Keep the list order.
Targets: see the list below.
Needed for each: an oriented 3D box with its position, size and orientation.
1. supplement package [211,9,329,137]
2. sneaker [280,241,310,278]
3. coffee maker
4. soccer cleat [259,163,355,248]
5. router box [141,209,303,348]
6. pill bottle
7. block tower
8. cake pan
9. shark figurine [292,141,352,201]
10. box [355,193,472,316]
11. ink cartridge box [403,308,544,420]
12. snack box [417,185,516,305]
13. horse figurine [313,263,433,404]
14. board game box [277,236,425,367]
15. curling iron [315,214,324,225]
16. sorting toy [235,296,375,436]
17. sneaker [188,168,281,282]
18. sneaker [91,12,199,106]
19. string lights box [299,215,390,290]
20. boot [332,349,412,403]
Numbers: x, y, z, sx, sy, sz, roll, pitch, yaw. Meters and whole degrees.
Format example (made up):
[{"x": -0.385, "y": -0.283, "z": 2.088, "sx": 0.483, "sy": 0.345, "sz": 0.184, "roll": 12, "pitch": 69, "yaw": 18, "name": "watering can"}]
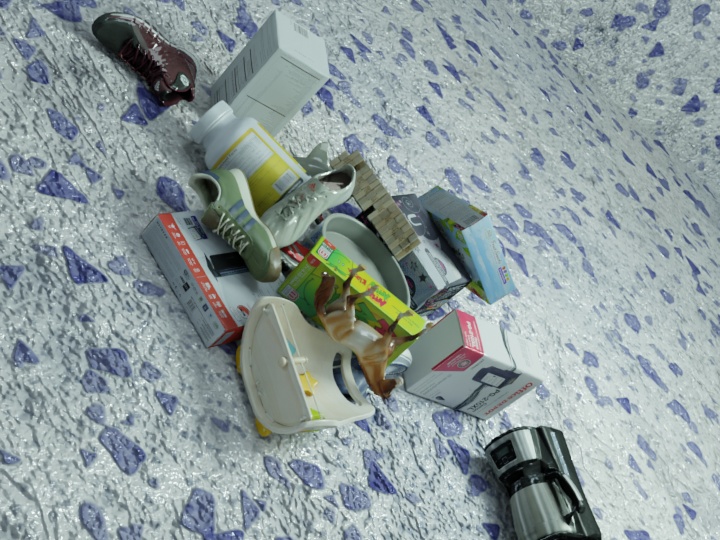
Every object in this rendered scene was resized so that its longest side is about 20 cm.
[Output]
[{"x": -0.161, "y": -0.327, "z": 1.680, "sx": 0.113, "sy": 0.200, "sz": 0.110, "roll": 26, "pitch": 38, "yaw": -33, "name": "supplement package"}, {"x": -0.067, "y": 0.009, "z": 1.527, "sx": 0.200, "sy": 0.077, "sz": 0.085, "roll": 43, "pitch": 53, "yaw": -10, "name": "sneaker"}, {"x": 0.303, "y": 0.372, "z": 1.583, "sx": 0.192, "sy": 0.134, "sz": 0.201, "roll": 47, "pitch": 23, "yaw": -51, "name": "coffee maker"}, {"x": -0.086, "y": -0.104, "z": 1.499, "sx": 0.069, "sy": 0.078, "sz": 0.200, "roll": 45, "pitch": 58, "yaw": 13, "name": "soccer cleat"}, {"x": -0.200, "y": 0.003, "z": 1.417, "sx": 0.179, "sy": 0.049, "sz": 0.201, "roll": -13, "pitch": 66, "yaw": -55, "name": "router box"}, {"x": -0.181, "y": -0.177, "z": 1.577, "sx": 0.200, "sy": 0.112, "sz": 0.112, "roll": 45, "pitch": 31, "yaw": -4, "name": "pill bottle"}, {"x": 0.026, "y": -0.113, "z": 1.632, "sx": 0.200, "sy": 0.054, "sz": 0.058, "roll": 54, "pitch": 1, "yaw": 2, "name": "block tower"}, {"x": 0.000, "y": 0.000, "z": 1.546, "sx": 0.200, "sy": 0.037, "sz": 0.201, "roll": 39, "pitch": 29, "yaw": -26, "name": "cake pan"}, {"x": -0.060, "y": -0.178, "z": 1.699, "sx": 0.214, "sy": 0.128, "sz": 0.090, "roll": 14, "pitch": 86, "yaw": -36, "name": "shark figurine"}, {"x": 0.082, "y": -0.026, "z": 1.733, "sx": 0.132, "sy": 0.115, "sz": 0.201, "roll": -11, "pitch": 64, "yaw": -55, "name": "box"}, {"x": 0.189, "y": 0.162, "z": 1.629, "sx": 0.199, "sy": 0.145, "sz": 0.085, "roll": 24, "pitch": 40, "yaw": -34, "name": "ink cartridge box"}, {"x": 0.190, "y": -0.050, "z": 1.791, "sx": 0.200, "sy": 0.067, "sz": 0.169, "roll": 39, "pitch": -23, "yaw": 58, "name": "snack box"}, {"x": 0.005, "y": 0.079, "z": 1.371, "sx": 0.200, "sy": 0.133, "sz": 0.050, "roll": 39, "pitch": 20, "yaw": -10, "name": "horse figurine"}, {"x": -0.013, "y": 0.053, "z": 1.429, "sx": 0.200, "sy": 0.102, "sz": 0.048, "roll": 39, "pitch": 39, "yaw": -6, "name": "board game box"}, {"x": -0.040, "y": -0.058, "z": 1.702, "sx": 0.200, "sy": 0.026, "sz": 0.050, "roll": 52, "pitch": 35, "yaw": 6, "name": "curling iron"}, {"x": -0.064, "y": 0.150, "z": 1.351, "sx": 0.179, "sy": 0.107, "sz": 0.201, "roll": 5, "pitch": 51, "yaw": -40, "name": "sorting toy"}, {"x": -0.191, "y": -0.066, "z": 1.403, "sx": 0.089, "sy": 0.067, "sz": 0.201, "roll": 0, "pitch": 55, "yaw": -42, "name": "sneaker"}, {"x": -0.347, "y": -0.339, "z": 1.589, "sx": 0.199, "sy": 0.076, "sz": 0.116, "roll": 22, "pitch": 43, "yaw": -37, "name": "sneaker"}, {"x": -0.019, "y": 0.014, "z": 1.618, "sx": 0.200, "sy": 0.059, "sz": 0.103, "roll": 46, "pitch": 32, "yaw": -4, "name": "string lights box"}, {"x": 0.004, "y": 0.164, "z": 1.487, "sx": 0.199, "sy": 0.073, "sz": 0.091, "roll": 8, "pitch": 56, "yaw": -36, "name": "boot"}]
